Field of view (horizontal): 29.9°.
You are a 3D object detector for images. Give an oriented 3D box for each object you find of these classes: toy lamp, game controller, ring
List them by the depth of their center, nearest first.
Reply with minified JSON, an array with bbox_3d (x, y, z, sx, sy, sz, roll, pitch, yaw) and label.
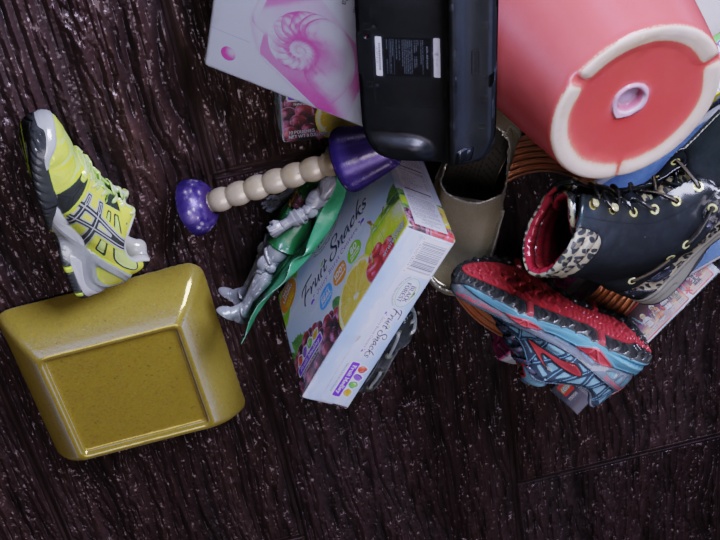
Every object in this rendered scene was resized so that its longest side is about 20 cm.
[{"bbox_3d":[0.048,-0.162,0.990,0.103,0.042,0.201,9,133,14],"label":"game controller"},{"bbox_3d":[-0.060,-0.078,1.144,0.199,0.058,0.058,-16,132,24],"label":"toy lamp"},{"bbox_3d":[0.171,-0.028,1.253,0.199,0.019,0.202,3,102,13],"label":"ring"}]

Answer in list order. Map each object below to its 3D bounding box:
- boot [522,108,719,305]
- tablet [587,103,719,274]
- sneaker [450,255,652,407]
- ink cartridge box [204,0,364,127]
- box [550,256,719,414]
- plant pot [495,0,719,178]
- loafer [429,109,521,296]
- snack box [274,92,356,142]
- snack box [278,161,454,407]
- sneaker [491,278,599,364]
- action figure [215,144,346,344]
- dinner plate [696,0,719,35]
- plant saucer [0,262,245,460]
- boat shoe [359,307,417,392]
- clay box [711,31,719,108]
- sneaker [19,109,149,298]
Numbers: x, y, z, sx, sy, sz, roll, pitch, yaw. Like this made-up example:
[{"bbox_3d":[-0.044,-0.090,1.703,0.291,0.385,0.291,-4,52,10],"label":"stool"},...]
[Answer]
[{"bbox_3d":[0.236,-0.061,1.104,0.153,0.074,0.204,8,125,-36],"label":"boot"},{"bbox_3d":[0.310,-0.075,1.176,0.199,0.014,0.130,-32,113,15],"label":"tablet"},{"bbox_3d":[0.159,0.064,1.214,0.199,0.079,0.096,28,119,-10],"label":"sneaker"},{"bbox_3d":[-0.012,-0.208,1.010,0.199,0.043,0.197,22,132,9],"label":"ink cartridge box"},{"bbox_3d":[0.274,0.039,1.315,0.040,0.137,0.200,42,115,3],"label":"box"},{"bbox_3d":[0.171,-0.180,1.035,0.199,0.178,0.201,-15,139,-13],"label":"plant pot"},{"bbox_3d":[0.094,-0.065,1.210,0.075,0.068,0.201,16,113,10],"label":"loafer"},{"bbox_3d":[-0.005,-0.208,1.107,0.141,0.053,0.201,-8,129,-8],"label":"snack box"},{"bbox_3d":[0.000,0.000,1.203,0.053,0.143,0.201,18,121,-25],"label":"snack box"},{"bbox_3d":[0.208,0.023,1.320,0.088,0.082,0.200,27,118,-28],"label":"sneaker"},{"bbox_3d":[-0.061,-0.041,1.207,0.054,0.118,0.201,30,108,-18],"label":"action figure"},{"bbox_3d":[0.278,-0.224,1.179,0.198,0.024,0.201,-7,129,-8],"label":"dinner plate"},{"bbox_3d":[-0.225,0.104,1.303,0.198,0.049,0.201,-14,129,-2],"label":"plant saucer"},{"bbox_3d":[0.019,0.045,1.310,0.070,0.072,0.200,6,137,-28],"label":"boat shoe"},{"bbox_3d":[0.280,-0.156,1.146,0.199,0.115,0.048,-31,84,10],"label":"clay box"},{"bbox_3d":[-0.238,-0.064,1.161,0.076,0.076,0.201,-19,140,-7],"label":"sneaker"}]
